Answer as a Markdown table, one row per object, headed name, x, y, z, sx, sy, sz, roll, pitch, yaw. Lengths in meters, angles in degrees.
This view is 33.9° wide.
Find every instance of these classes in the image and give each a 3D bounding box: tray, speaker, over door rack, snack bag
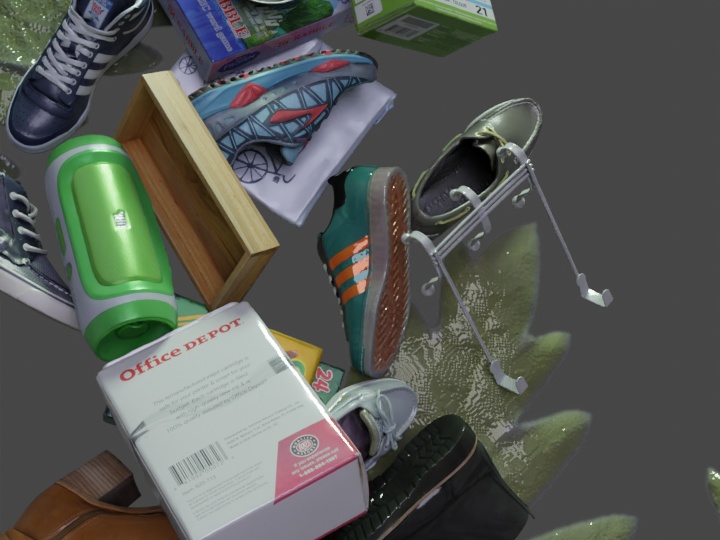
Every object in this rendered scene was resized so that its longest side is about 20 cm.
| name | x | y | z | sx | sy | sz | roll | pitch | yaw |
| --- | --- | --- | --- | --- | --- | --- | --- | --- | --- |
| tray | -0.152 | -0.071 | 1.070 | 0.037 | 0.099 | 0.200 | -19 | 68 | -40 |
| speaker | -0.221 | -0.021 | 1.044 | 0.088 | 0.089 | 0.200 | -13 | 60 | -15 |
| over door rack | 0.138 | -0.001 | 1.148 | 0.148 | 0.067 | 0.200 | -43 | 114 | -18 |
| snack bag | -0.089 | -0.162 | 1.169 | 0.200 | 0.021 | 0.189 | 37 | 71 | -2 |

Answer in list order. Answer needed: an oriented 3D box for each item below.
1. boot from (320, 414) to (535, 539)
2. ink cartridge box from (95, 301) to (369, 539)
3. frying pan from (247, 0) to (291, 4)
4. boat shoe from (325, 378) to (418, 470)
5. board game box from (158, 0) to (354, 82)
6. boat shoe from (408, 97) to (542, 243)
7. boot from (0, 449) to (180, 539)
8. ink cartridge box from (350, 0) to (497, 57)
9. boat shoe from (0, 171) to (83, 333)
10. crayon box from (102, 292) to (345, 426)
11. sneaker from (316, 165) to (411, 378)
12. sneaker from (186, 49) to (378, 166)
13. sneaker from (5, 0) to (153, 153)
| name | x | y | z | sx | sy | sz | roll | pitch | yaw |
| --- | --- | --- | --- | --- | --- | --- | --- | --- | --- |
| boot | 0.057 | 0.246 | 1.084 | 0.200 | 0.077 | 0.138 | -40 | 115 | 3 |
| ink cartridge box | -0.105 | 0.137 | 0.960 | 0.146 | 0.083 | 0.200 | -26 | 48 | -17 |
| frying pan | -0.093 | -0.334 | 1.145 | 0.115 | 0.031 | 0.191 | 11 | 65 | -14 |
| boat shoe | -0.014 | 0.155 | 1.060 | 0.202 | 0.065 | 0.075 | -21 | 105 | -41 |
| board game box | -0.112 | -0.310 | 1.171 | 0.199 | 0.041 | 0.200 | -28 | 81 | -25 |
| boat shoe | 0.117 | -0.106 | 1.181 | 0.072 | 0.060 | 0.202 | 46 | 72 | 0 |
| boot | -0.218 | 0.250 | 0.977 | 0.200 | 0.077 | 0.155 | 35 | 62 | 30 |
| ink cartridge box | 0.047 | -0.327 | 1.173 | 0.148 | 0.076 | 0.201 | 1 | 74 | -52 |
| boat shoe | -0.309 | -0.028 | 1.058 | 0.200 | 0.075 | 0.093 | 31 | 80 | -3 |
| crayon box | -0.119 | 0.109 | 1.082 | 0.199 | 0.051 | 0.127 | 20 | 73 | -8 |
| sneaker | 0.000 | 0.000 | 1.132 | 0.080 | 0.071 | 0.201 | 4 | 90 | 30 |
| sneaker | -0.071 | -0.150 | 1.133 | 0.200 | 0.079 | 0.096 | -20 | 100 | -14 |
| sneaker | -0.261 | -0.205 | 1.093 | 0.070 | 0.109 | 0.200 | 35 | 72 | -2 |
